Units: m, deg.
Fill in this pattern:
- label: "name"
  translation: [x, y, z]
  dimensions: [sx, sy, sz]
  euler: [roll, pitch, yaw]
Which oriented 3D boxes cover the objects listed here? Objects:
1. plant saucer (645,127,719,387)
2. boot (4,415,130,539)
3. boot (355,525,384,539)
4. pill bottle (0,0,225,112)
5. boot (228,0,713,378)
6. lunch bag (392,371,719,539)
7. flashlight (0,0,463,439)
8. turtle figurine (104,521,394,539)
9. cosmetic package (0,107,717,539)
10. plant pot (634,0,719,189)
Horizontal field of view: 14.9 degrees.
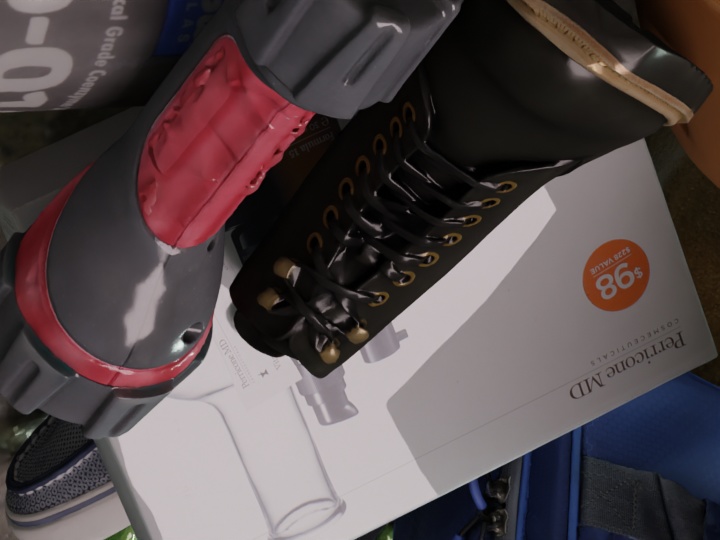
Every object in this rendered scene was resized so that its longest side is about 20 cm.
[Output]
- label: "plant saucer"
  translation: [0.178, -0.004, 1.011]
  dimensions: [0.201, 0.200, 0.035]
  euler: [-63, 176, 29]
- label: "boot"
  translation: [-0.067, 0.009, 0.946]
  dimensions: [0.200, 0.073, 0.090]
  euler: [-40, 118, 10]
- label: "boot"
  translation: [0.005, 0.021, 1.005]
  dimensions: [0.200, 0.097, 0.075]
  euler: [-47, 117, -27]
- label: "pill bottle"
  translation: [-0.090, -0.101, 0.777]
  dimensions: [0.199, 0.114, 0.114]
  euler: [-5, 131, -31]
- label: "boot"
  translation: [0.020, -0.021, 0.755]
  dimensions: [0.138, 0.077, 0.200]
  euler: [-49, 179, 0]
- label: "lunch bag"
  translation: [0.108, 0.115, 0.995]
  dimensions: [0.200, 0.136, 0.132]
  euler: [26, 145, -30]
- label: "flashlight"
  translation: [-0.040, -0.027, 0.741]
  dimensions: [0.068, 0.068, 0.200]
  euler: [-39, 176, -42]
- label: "turtle figurine"
  translation: [-0.013, 0.144, 1.046]
  dimensions: [0.194, 0.200, 0.144]
  euler: [23, 79, -41]
- label: "cosmetic package"
  translation: [0.000, 0.000, 0.886]
  dimensions: [0.200, 0.052, 0.151]
  euler: [-26, 113, -11]
- label: "plant pot"
  translation: [0.161, -0.097, 0.798]
  dimensions: [0.200, 0.200, 0.140]
  euler: [-24, 156, -13]
